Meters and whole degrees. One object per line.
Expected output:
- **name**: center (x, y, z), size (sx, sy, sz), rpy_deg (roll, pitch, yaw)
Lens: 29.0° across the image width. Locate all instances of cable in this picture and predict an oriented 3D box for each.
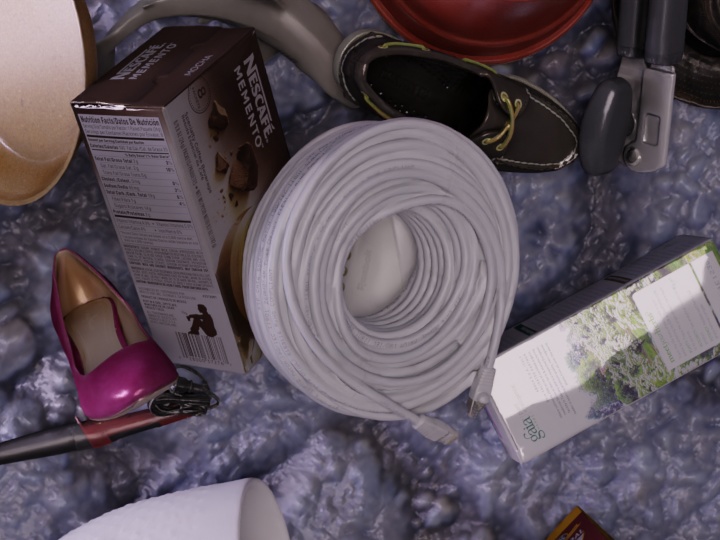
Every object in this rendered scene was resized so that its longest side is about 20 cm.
- **cable**: center (0.018, -0.001, 0.929), size (0.198, 0.069, 0.202), rpy_deg (20, 91, -31)

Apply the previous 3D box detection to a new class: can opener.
- **can opener**: center (0.200, -0.163, 0.986), size (0.066, 0.052, 0.203), rpy_deg (-12, 115, -40)

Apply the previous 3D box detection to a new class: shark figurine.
- **shark figurine**: center (-0.101, -0.181, 0.980), size (0.211, 0.089, 0.130), rpy_deg (0, 93, -6)

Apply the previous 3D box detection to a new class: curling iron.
- **curling iron**: center (-0.201, 0.112, 1.023), size (0.197, 0.026, 0.050), rpy_deg (-16, 133, 1)

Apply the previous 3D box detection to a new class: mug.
- **mug**: center (-0.139, 0.260, 0.972), size (0.173, 0.148, 0.203), rpy_deg (-12, 75, 10)

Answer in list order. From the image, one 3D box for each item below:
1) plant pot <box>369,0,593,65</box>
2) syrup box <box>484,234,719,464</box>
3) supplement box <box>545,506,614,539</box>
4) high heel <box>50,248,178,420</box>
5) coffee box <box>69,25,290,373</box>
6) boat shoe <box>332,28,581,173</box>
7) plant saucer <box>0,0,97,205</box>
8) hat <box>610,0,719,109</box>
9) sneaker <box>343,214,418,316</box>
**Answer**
- **plant pot**: center (0.094, -0.246, 0.930), size (0.198, 0.195, 0.204), rpy_deg (0, 95, -3)
- **syrup box**: center (0.179, 0.055, 1.022), size (0.198, 0.081, 0.079), rpy_deg (-29, 95, -1)
- **supplement box**: center (0.200, 0.303, 0.986), size (0.200, 0.197, 0.133), rpy_deg (42, 90, -6)
- **high heel**: center (-0.174, 0.038, 0.936), size (0.067, 0.200, 0.097), rpy_deg (-26, 103, -8)
- **coffee box**: center (-0.104, -0.048, 0.932), size (0.079, 0.113, 0.202), rpy_deg (5, 125, 30)
- **boat shoe**: center (0.077, -0.113, 0.994), size (0.199, 0.061, 0.073), rpy_deg (18, 102, -19)
- **plant saucer**: center (-0.237, -0.147, 0.949), size (0.035, 0.199, 0.203), rpy_deg (-15, 98, -47)
- **hat**: center (0.279, -0.218, 1.007), size (0.198, 0.081, 0.204), rpy_deg (0, 94, -3)
- **sneaker**: center (0.000, 0.000, 1.008), size (0.083, 0.073, 0.203), rpy_deg (-10, 97, -6)
